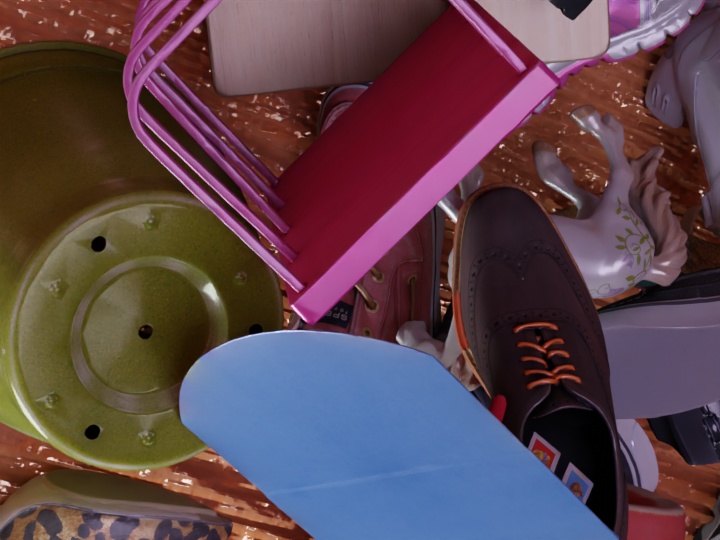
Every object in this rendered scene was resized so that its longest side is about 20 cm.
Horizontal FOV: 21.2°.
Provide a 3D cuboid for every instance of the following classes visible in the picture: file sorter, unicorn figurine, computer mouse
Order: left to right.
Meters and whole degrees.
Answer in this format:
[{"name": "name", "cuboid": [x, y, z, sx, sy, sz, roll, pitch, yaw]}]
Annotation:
[{"name": "file sorter", "cuboid": [-0.022, -0.093, 0.836, 0.139, 0.200, 0.125, -44, 105, 7]}, {"name": "unicorn figurine", "cuboid": [0.081, -0.008, 0.993, 0.199, 0.074, 0.138, -14, 71, -6]}, {"name": "computer mouse", "cuboid": [0.222, 0.120, 1.153, 0.058, 0.034, 0.201, -28, 86, 1]}]

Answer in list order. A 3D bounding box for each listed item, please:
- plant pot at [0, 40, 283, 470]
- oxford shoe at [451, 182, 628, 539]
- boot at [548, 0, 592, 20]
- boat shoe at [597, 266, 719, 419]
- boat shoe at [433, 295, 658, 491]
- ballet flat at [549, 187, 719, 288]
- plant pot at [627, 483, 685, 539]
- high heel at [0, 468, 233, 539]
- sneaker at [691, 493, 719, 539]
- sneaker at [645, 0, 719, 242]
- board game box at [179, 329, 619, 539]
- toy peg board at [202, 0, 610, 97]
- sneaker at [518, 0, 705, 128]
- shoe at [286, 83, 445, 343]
[{"name": "plant pot", "cuboid": [-0.127, 0.003, 0.928, 0.200, 0.193, 0.201, -6, 107, -22]}, {"name": "oxford shoe", "cuboid": [0.091, 0.047, 0.910, 0.071, 0.073, 0.201, -13, 76, -7]}, {"name": "boot", "cuboid": [0.088, -0.233, 0.869, 0.200, 0.076, 0.168, 37, 103, -24]}, {"name": "boat shoe", "cuboid": [0.188, 0.029, 1.032, 0.199, 0.057, 0.069, -12, 126, 13]}, {"name": "boat shoe", "cuboid": [0.104, 0.086, 1.099, 0.068, 0.072, 0.200, -57, 131, -26]}, {"name": "ballet flat", "cuboid": [0.181, -0.013, 1.133, 0.199, 0.071, 0.071, 20, 97, -26]}, {"name": "plant pot", "cuboid": [0.080, 0.192, 1.003, 0.200, 0.200, 0.178, 13, 92, -25]}, {"name": "high heel", "cuboid": [-0.171, 0.181, 1.024, 0.199, 0.071, 0.143, 4, 98, -7]}, {"name": "sneaker", "cuboid": [0.254, 0.187, 1.204, 0.074, 0.088, 0.201, 14, 100, -27]}, {"name": "sneaker", "cuboid": [0.220, -0.064, 1.098, 0.075, 0.115, 0.201, -4, 104, -22]}, {"name": "board game box", "cuboid": [0.018, 0.075, 0.844, 0.200, 0.158, 0.039, 45, 50, -29]}, {"name": "toy peg board", "cuboid": [0.013, -0.204, 0.961, 0.198, 0.098, 0.201, -7, 109, -6]}, {"name": "sneaker", "cuboid": [0.109, -0.153, 1.046, 0.200, 0.081, 0.088, -34, 117, -11]}, {"name": "shoe", "cuboid": [0.000, 0.000, 1.029, 0.091, 0.071, 0.201, -43, 132, -56]}]
